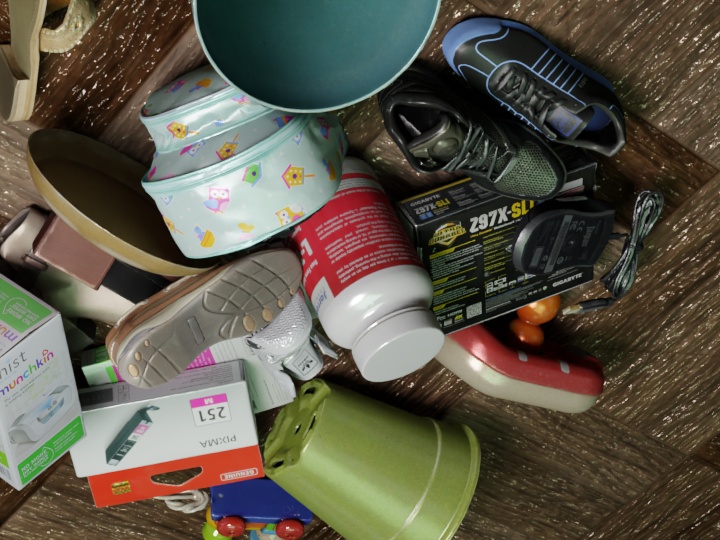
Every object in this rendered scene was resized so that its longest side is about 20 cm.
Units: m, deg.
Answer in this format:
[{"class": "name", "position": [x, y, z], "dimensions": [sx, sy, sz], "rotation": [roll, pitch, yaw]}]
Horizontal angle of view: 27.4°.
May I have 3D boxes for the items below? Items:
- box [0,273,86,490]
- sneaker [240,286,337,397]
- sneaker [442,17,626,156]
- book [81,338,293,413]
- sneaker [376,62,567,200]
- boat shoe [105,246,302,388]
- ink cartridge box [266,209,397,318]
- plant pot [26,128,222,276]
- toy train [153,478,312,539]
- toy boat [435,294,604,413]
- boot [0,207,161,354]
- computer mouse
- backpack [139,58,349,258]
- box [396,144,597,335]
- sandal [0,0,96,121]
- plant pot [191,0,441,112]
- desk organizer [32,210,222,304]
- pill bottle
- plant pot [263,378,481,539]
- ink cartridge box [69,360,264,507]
[{"class": "box", "position": [-0.374, 0.082, 1.410], "dimensions": [0.097, 0.200, 0.177], "rotation": [-40, 145, -34]}, {"class": "sneaker", "position": [-0.068, 0.068, 1.451], "dimensions": [0.075, 0.200, 0.115], "rotation": [-43, 110, -7]}, {"class": "sneaker", "position": [0.167, -0.168, 1.370], "dimensions": [0.199, 0.078, 0.070], "rotation": [18, 128, -27]}, {"class": "book", "position": [-0.184, 0.114, 1.595], "dimensions": [0.199, 0.048, 0.134], "rotation": [-15, 132, 1]}, {"class": "sneaker", "position": [0.101, -0.109, 1.352], "dimensions": [0.199, 0.114, 0.076], "rotation": [32, 115, -13]}, {"class": "boat shoe", "position": [-0.145, 0.029, 1.345], "dimensions": [0.200, 0.072, 0.076], "rotation": [-29, 125, -24]}, {"class": "ink cartridge box", "position": [0.011, -0.010, 1.521], "dimensions": [0.199, 0.037, 0.095], "rotation": [-13, 135, 4]}, {"class": "plant pot", "position": [-0.214, -0.056, 1.315], "dimensions": [0.200, 0.200, 0.028], "rotation": [27, 109, -32]}, {"class": "toy train", "position": [-0.165, 0.288, 1.746], "dimensions": [0.199, 0.085, 0.116], "rotation": [5, 145, -16]}, {"class": "toy boat", "position": [0.175, 0.068, 1.589], "dimensions": [0.199, 0.130, 0.131], "rotation": [14, 99, -24]}, {"class": "boot", "position": [-0.278, -0.007, 1.448], "dimensions": [0.200, 0.070, 0.146], "rotation": [-37, 119, 8]}, {"class": "computer mouse", "position": [0.208, -0.016, 1.470], "dimensions": [0.199, 0.046, 0.141], "rotation": [-11, 128, -36]}, {"class": "backpack", "position": [-0.105, -0.104, 1.292], "dimensions": [0.175, 0.200, 0.154], "rotation": [-20, 119, 10]}, {"class": "box", "position": [0.140, -0.028, 1.485], "dimensions": [0.199, 0.049, 0.160], "rotation": [-20, 132, -13]}, {"class": "sandal", "position": [-0.261, -0.215, 1.258], "dimensions": [0.069, 0.078, 0.212], "rotation": [-10, 144, -30]}, {"class": "plant pot", "position": [-0.048, -0.248, 1.200], "dimensions": [0.199, 0.135, 0.201], "rotation": [-9, 126, -12]}, {"class": "desk organizer", "position": [-0.206, -0.004, 1.401], "dimensions": [0.200, 0.072, 0.077], "rotation": [32, 91, -17]}, {"class": "pill bottle", "position": [0.000, 0.000, 1.397], "dimensions": [0.112, 0.200, 0.112], "rotation": [-20, 151, -12]}, {"class": "plant pot", "position": [-0.001, 0.215, 1.650], "dimensions": [0.190, 0.200, 0.200], "rotation": [33, 121, -19]}, {"class": "ink cartridge box", "position": [-0.209, 0.190, 1.595], "dimensions": [0.199, 0.044, 0.174], "rotation": [-10, 125, -3]}]
